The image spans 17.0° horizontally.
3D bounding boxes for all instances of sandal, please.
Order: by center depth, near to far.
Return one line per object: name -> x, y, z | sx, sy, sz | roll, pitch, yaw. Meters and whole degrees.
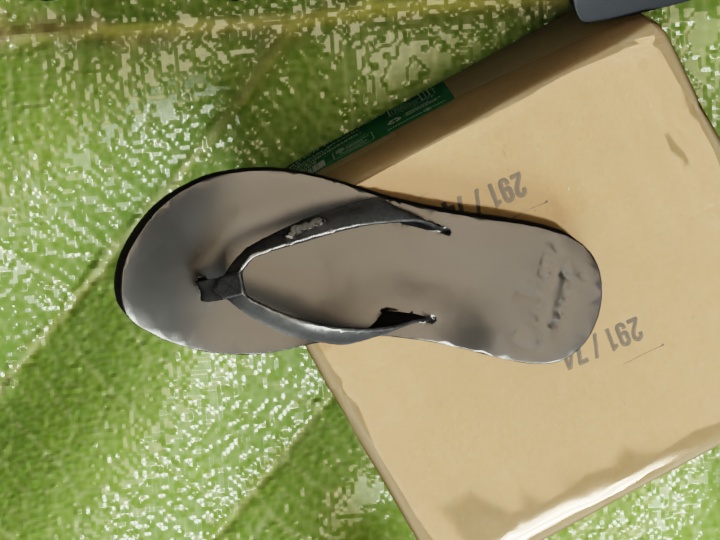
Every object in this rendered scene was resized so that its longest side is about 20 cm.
sandal -> 0.000, -0.001, 0.973 | 0.199, 0.043, 0.076 | 2, 99, -5

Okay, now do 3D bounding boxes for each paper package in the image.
paper package -> 0.076, 0.006, 1.055 | 0.200, 0.103, 0.191 | -29, 101, 1

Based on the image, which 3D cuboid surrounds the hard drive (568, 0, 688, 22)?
hard drive -> 0.158, -0.182, 1.021 | 0.199, 0.042, 0.135 | -21, 58, -6
